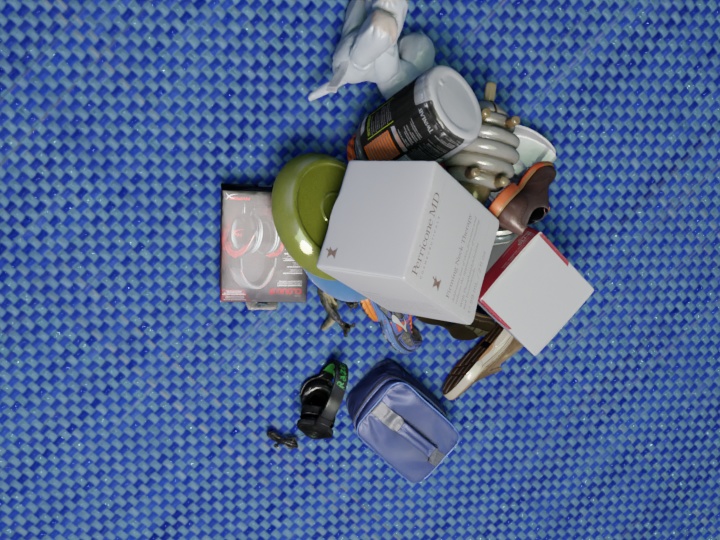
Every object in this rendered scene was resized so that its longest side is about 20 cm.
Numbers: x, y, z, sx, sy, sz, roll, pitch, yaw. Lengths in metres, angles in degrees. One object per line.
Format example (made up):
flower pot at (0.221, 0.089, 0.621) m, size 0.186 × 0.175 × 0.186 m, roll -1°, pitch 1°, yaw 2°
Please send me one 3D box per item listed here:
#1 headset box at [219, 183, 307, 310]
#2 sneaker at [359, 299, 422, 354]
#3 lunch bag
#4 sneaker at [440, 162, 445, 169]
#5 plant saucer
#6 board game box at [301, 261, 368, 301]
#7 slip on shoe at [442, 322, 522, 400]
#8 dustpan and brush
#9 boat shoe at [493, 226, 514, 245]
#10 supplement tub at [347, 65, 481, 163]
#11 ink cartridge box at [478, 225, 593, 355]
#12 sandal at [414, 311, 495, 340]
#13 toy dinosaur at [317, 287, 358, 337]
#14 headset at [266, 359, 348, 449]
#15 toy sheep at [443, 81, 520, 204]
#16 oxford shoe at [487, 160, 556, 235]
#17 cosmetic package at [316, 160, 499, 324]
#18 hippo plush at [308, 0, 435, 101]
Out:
headset box at (-0.158, -0.035, 1.209) m, size 0.144 × 0.075 × 0.206 m, roll 1°, pitch 104°, yaw -11°
sneaker at (0.063, 0.072, 1.250) m, size 0.077 × 0.076 × 0.201 m, roll -31°, pitch 135°, yaw 9°
lunch bag at (0.078, 0.275, 1.304) m, size 0.199 × 0.133 × 0.136 m, roll 41°, pitch 95°, yaw -17°
sneaker at (0.068, -0.113, 1.222) m, size 0.074 × 0.085 × 0.201 m, roll 36°, pitch 98°, yaw -17°
plant saucer at (-0.043, -0.088, 1.119) m, size 0.196 × 0.031 × 0.206 m, roll 13°, pitch 67°, yaw -34°
board game box at (-0.031, -0.046, 1.161) m, size 0.155 × 0.039 × 0.206 m, roll 15°, pitch 67°, yaw -33°
slip on shoe at (0.231, 0.165, 1.334) m, size 0.060 × 0.076 × 0.201 m, roll 42°, pitch 87°, yaw -11°
dustpan and brush at (0.222, -0.206, 1.236) m, size 0.199 × 0.057 × 0.141 m, roll 39°, pitch 94°, yaw 0°
boat shoe at (0.175, -0.041, 1.217) m, size 0.072 × 0.197 × 0.063 m, roll -23°, pitch 103°, yaw -44°
supplement tub at (0.075, -0.206, 1.107) m, size 0.123 × 0.124 × 0.198 m, roll 46°, pitch 137°, yaw -17°
ink cartridge box at (0.257, 0.013, 1.231) m, size 0.145 × 0.200 × 0.145 m, roll 41°, pitch 93°, yaw -18°
sandal at (0.164, 0.073, 1.280) m, size 0.197 × 0.056 × 0.081 m, roll 21°, pitch 142°, yaw -37°
toy dinosaur at (-0.042, 0.054, 1.206) m, size 0.047 × 0.087 × 0.203 m, roll -39°, pitch 147°, yaw -25°
headset at (-0.088, 0.238, 1.277) m, size 0.092 × 0.125 × 0.202 m, roll 23°, pitch 120°, yaw -14°
toy sheep at (0.191, -0.193, 1.154) m, size 0.134 × 0.138 × 0.205 m, roll 15°, pitch 90°, yaw -13°
oxford shoe at (0.271, -0.112, 1.174) m, size 0.072 × 0.199 × 0.072 m, roll 41°, pitch 138°, yaw 12°
cosmetic package at (0.072, -0.039, 1.069) m, size 0.199 × 0.163 × 0.172 m, roll 30°, pitch 73°, yaw -48°
hippo plush at (0.049, -0.323, 1.125) m, size 0.159 × 0.158 × 0.204 m, roll 27°, pitch 79°, yaw -27°
